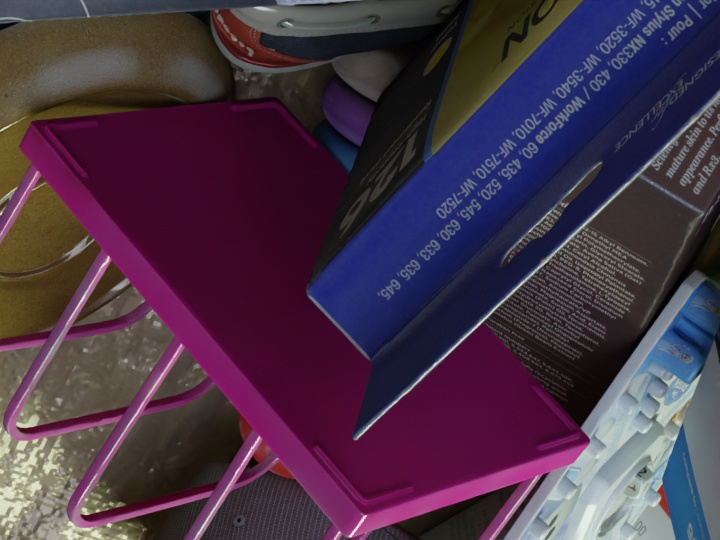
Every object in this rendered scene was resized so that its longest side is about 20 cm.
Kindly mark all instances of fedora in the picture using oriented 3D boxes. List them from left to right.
[{"bbox_3d":[-0.018,0.146,1.063,0.090,0.200,0.177,-63,150,-6],"label":"fedora"}]

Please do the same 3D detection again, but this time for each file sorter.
[{"bbox_3d":[-0.046,0.049,0.908,0.139,0.200,0.126,-11,142,-50],"label":"file sorter"}]

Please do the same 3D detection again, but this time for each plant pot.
[{"bbox_3d":[-0.131,-0.026,0.952,0.200,0.028,0.200,-28,152,-16],"label":"plant pot"}]

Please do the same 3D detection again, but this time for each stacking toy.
[{"bbox_3d":[0.000,0.000,1.000,0.085,0.085,0.200,14,109,-15],"label":"stacking toy"}]

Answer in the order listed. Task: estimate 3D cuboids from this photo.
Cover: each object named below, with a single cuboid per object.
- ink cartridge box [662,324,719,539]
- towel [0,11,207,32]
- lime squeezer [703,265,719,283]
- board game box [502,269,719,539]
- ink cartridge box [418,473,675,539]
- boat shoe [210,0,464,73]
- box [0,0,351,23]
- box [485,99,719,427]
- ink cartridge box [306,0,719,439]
[{"bbox_3d":[0.207,0.055,0.883,0.144,0.084,0.200,-3,144,-8],"label":"ink cartridge box"},{"bbox_3d":[-0.055,-0.135,0.912,0.200,0.147,0.022,-30,77,10],"label":"towel"},{"bbox_3d":[0.065,0.013,1.069,0.200,0.038,0.071,11,86,-13],"label":"lime squeezer"},{"bbox_3d":[0.112,0.099,1.011,0.026,0.200,0.200,36,95,18],"label":"board game box"},{"bbox_3d":[0.143,0.148,1.144,0.200,0.057,0.163,-31,119,16],"label":"ink cartridge box"},{"bbox_3d":[0.035,-0.131,0.923,0.200,0.063,0.071,-20,81,-13],"label":"boat shoe"},{"bbox_3d":[-0.039,-0.162,0.766,0.199,0.115,0.132,-3,122,-4],"label":"box"},{"bbox_3d":[0.105,-0.025,0.949,0.075,0.100,0.200,31,152,10],"label":"box"},{"bbox_3d":[0.059,-0.066,0.804,0.047,0.200,0.198,38,121,-11],"label":"ink cartridge box"}]
